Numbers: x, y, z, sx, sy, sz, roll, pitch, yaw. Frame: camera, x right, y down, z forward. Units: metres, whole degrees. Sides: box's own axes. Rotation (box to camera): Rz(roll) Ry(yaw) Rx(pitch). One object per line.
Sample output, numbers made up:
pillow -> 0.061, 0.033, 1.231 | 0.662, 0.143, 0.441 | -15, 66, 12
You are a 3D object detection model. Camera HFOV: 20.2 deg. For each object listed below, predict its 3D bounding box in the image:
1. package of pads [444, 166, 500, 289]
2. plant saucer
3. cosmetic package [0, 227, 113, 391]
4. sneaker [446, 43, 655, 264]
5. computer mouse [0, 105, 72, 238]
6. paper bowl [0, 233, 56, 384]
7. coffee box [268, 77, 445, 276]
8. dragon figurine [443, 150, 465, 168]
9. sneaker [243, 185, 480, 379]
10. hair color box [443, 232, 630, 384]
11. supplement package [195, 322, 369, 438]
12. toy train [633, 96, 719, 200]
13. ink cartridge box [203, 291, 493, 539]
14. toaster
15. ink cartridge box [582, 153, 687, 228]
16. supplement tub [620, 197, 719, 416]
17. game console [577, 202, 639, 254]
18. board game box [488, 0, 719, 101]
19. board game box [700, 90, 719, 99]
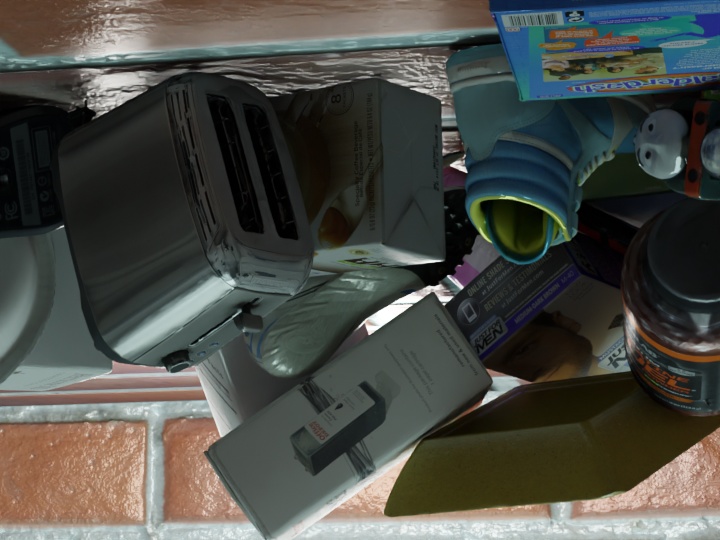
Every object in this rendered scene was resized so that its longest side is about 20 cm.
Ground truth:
package of pads -> 0.120, -0.012, 1.646 | 0.076, 0.121, 0.200 | -49, 157, 9
plant saucer -> 0.140, 0.116, 1.447 | 0.200, 0.048, 0.200 | -11, -173, 37
cosmetic package -> -0.313, 0.004, 1.572 | 0.200, 0.166, 0.167 | 3, 170, -28
sneaker -> 0.125, -0.064, 1.293 | 0.080, 0.131, 0.200 | -10, 168, 39
computer mouse -> -0.269, -0.065, 1.351 | 0.200, 0.139, 0.053 | -10, -167, -39
paper bowl -> -0.310, -0.002, 1.419 | 0.201, 0.201, 0.104 | 4, 171, -28
coffee box -> -0.046, -0.056, 1.385 | 0.200, 0.114, 0.080 | -8, 169, 35
dragon figurine -> -0.025, -0.067, 1.480 | 0.200, 0.099, 0.059 | -34, 154, 28
sneaker -> 0.000, 0.000, 1.452 | 0.200, 0.072, 0.072 | -36, -145, -7
hair color box -> 0.166, 0.035, 1.547 | 0.109, 0.065, 0.200 | -43, 146, 21
supplement package -> -0.064, 0.064, 1.600 | 0.121, 0.200, 0.120 | -26, -147, -14
toy train -> 0.256, -0.069, 1.224 | 0.200, 0.085, 0.114 | -1, -172, -42
ink cartridge box -> -0.009, 0.114, 1.484 | 0.200, 0.085, 0.146 | -33, 171, -6
toaster -> -0.115, -0.041, 1.312 | 0.129, 0.200, 0.114 | -27, 157, 31
ink cartridge box -> 0.224, -0.057, 1.599 | 0.145, 0.048, 0.200 | -6, 169, 30
supplement tub -> 0.223, 0.020, 1.324 | 0.107, 0.107, 0.200 | -2, 159, 8
game console -> 0.267, -0.043, 1.507 | 0.172, 0.119, 0.200 | 31, -173, 34
board game box -> 0.153, -0.138, 1.099 | 0.152, 0.045, 0.200 | -3, 171, 8
board game box -> 0.271, -0.113, 1.326 | 0.095, 0.030, 0.200 | -2, 168, 8
